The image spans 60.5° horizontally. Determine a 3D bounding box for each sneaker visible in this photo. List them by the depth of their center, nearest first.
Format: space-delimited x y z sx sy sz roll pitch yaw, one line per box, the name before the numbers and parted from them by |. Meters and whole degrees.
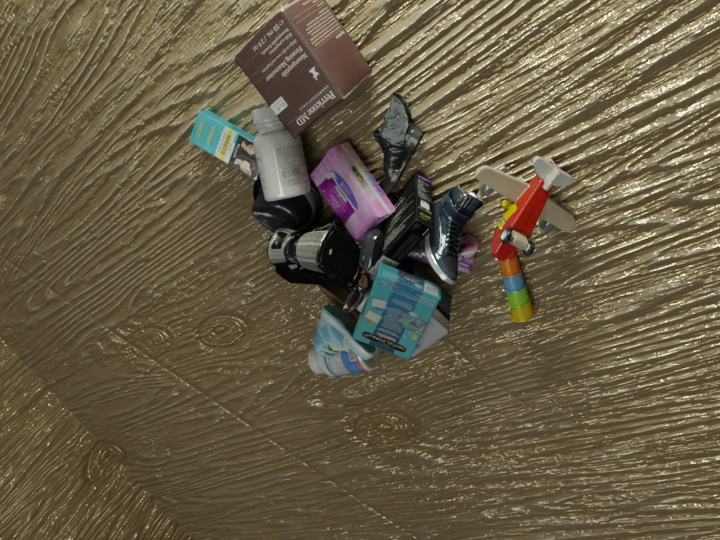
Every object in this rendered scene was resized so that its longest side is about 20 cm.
sneaker | 0.206 -0.086 1.333 0.076 0.207 0.145 18 139 -37
sneaker | 0.068 -0.274 1.348 0.103 0.060 0.202 32 126 1
sneaker | 0.182 -0.034 1.453 0.195 0.081 0.090 6 136 23
sneaker | -0.048 0.199 1.634 0.200 0.078 0.133 42 116 34

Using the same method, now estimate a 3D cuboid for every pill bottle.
pill bottle | -0.187 -0.271 1.420 0.112 0.114 0.206 -5 103 29
pill bottle | -0.049 0.237 1.739 0.196 0.113 0.114 -14 117 35

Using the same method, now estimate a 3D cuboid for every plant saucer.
plant saucer | -0.028 0.092 1.619 0.199 0.036 0.200 41 171 8

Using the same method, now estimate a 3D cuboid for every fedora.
fedora | -0.199 -0.154 1.545 0.196 0.092 0.205 13 128 18

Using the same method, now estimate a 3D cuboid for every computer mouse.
computer mouse | 0.000 0.000 1.378 0.034 0.205 0.058 19 -179 -42

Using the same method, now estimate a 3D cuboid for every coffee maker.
coffee maker | -0.101 -0.017 1.457 0.197 0.135 0.195 5 131 45

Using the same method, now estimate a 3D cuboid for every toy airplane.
toy airplane | 0.337 -0.143 1.268 0.195 0.141 0.205 -20 109 -5

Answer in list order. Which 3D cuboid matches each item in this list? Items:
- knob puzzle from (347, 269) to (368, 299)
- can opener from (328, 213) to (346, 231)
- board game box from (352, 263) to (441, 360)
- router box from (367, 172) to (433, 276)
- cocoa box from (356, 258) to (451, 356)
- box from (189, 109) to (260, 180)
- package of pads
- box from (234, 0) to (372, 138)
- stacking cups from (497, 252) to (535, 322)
knob puzzle | 0.056 0.023 1.582 0.213 0.031 0.224 7 127 9
can opener | -0.082 -0.089 1.549 0.053 0.067 0.199 44 138 -10
board game box | 0.081 0.097 1.413 0.147 0.047 0.203 21 127 -2
router box | 0.088 -0.099 1.398 0.050 0.152 0.200 23 136 -21
cocoa box | 0.110 0.079 1.507 0.199 0.133 0.133 40 124 -16
box | -0.315 -0.306 1.509 0.197 0.049 0.084 30 112 5
package of pads | -0.019 -0.178 1.416 0.202 0.075 0.120 54 136 5
box | -0.113 -0.421 1.261 0.164 0.165 0.201 -27 109 38
stacking cups | 0.350 0.021 1.411 0.059 0.061 0.204 -6 120 30
